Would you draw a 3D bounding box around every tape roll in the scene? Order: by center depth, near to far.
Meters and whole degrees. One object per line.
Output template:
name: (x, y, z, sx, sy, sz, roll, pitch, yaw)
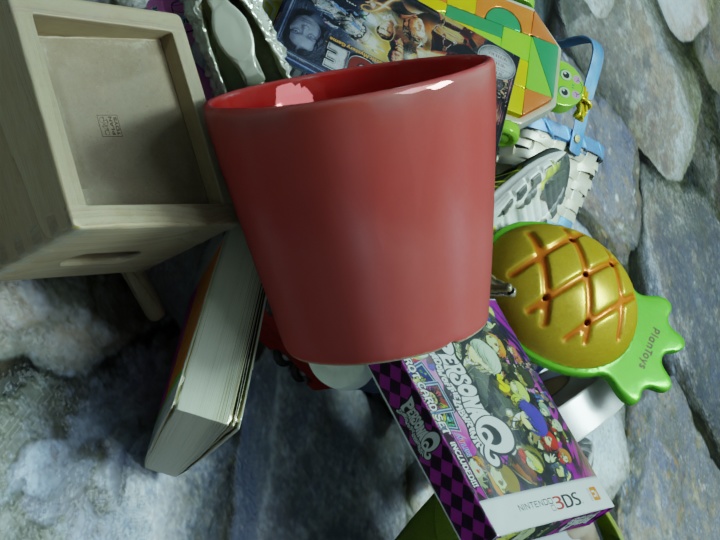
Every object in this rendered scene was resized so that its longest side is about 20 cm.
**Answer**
tape roll: (0.154, 0.139, 1.339, 0.203, 0.203, 0.037, -33, 95, -54)

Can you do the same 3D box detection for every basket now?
basket: (0.150, -0.130, 1.435, 0.139, 0.176, 0.200, 15, 83, -40)

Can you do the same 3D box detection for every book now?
book: (-0.108, 0.037, 1.058, 0.048, 0.134, 0.200, 19, 61, -14)

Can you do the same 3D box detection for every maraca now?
maraca: (0.190, 0.035, 1.260, 0.200, 0.107, 0.137, 30, 61, -6)

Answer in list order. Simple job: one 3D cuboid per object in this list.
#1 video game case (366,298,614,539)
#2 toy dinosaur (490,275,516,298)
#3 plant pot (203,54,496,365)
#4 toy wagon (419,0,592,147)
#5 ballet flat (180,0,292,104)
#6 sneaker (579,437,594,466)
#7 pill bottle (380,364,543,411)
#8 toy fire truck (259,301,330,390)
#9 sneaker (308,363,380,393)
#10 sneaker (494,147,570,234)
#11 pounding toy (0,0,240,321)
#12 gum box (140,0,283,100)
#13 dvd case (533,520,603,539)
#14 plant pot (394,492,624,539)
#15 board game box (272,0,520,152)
video game case: (0.093, 0.112, 1.109, 0.181, 0.036, 0.200, 3, 53, -54)
toy dinosaur: (0.050, -0.050, 1.199, 0.200, 0.058, 0.101, 58, 4, 26)
plant pot: (0.004, -0.041, 0.974, 0.200, 0.200, 0.178, -27, 113, -55)
toy wagon: (0.126, -0.189, 1.314, 0.200, 0.040, 0.155, 17, 63, -16)
ballet flat: (-0.080, -0.134, 1.064, 0.072, 0.072, 0.200, -45, 115, -50)
sneaker: (0.188, 0.253, 1.492, 0.200, 0.075, 0.082, -57, 142, -37)
pill bottle: (0.101, 0.075, 1.358, 0.200, 0.112, 0.112, -26, 103, -54)
toy fire truck: (-0.031, 0.022, 1.235, 0.200, 0.049, 0.141, 46, 46, -38)
sneaker: (0.000, 0.000, 1.184, 0.146, 0.081, 0.200, 0, 78, -63)
sneaker: (0.104, -0.060, 1.301, 0.200, 0.085, 0.075, -35, 142, -24)
pounding toy: (-0.183, -0.066, 0.987, 0.200, 0.142, 0.184, -4, 75, -55)
gum box: (-0.111, -0.155, 1.149, 0.200, 0.066, 0.114, -18, 97, -55)
dvd case: (0.125, 0.159, 1.153, 0.143, 0.018, 0.200, 16, 43, -40)
plant pot: (0.093, 0.270, 1.195, 0.200, 0.193, 0.200, 31, 36, -25)
board game box: (0.025, -0.164, 1.164, 0.200, 0.035, 0.136, 27, 50, -12)
